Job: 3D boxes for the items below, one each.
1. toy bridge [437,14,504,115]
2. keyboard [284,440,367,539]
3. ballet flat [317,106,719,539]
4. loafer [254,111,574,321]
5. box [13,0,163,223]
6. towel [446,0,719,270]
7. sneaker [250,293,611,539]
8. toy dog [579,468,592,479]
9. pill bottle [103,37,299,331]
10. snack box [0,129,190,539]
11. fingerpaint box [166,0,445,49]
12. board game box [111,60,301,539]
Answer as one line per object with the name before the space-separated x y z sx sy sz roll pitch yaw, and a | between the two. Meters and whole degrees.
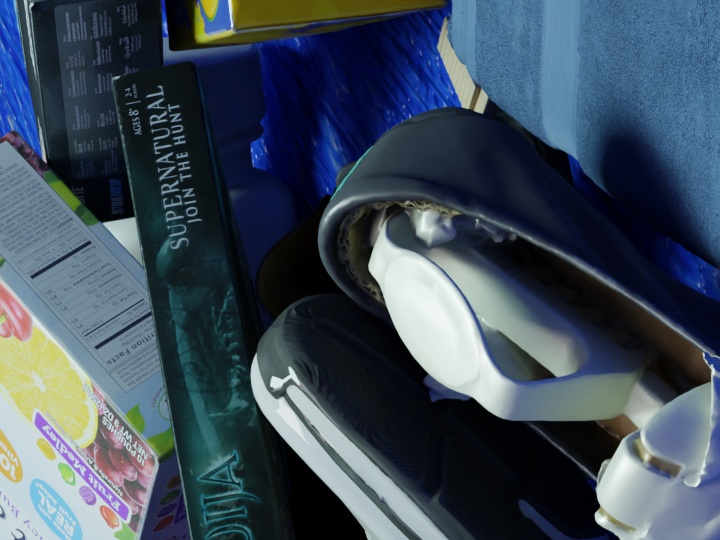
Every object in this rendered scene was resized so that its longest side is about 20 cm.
toy bridge | 0.030 0.000 0.970 0.200 0.027 0.067 108 148 -51
keyboard | 0.027 0.146 0.939 0.021 0.127 0.200 -29 69 26
ballet flat | 0.065 0.032 0.689 0.200 0.073 0.073 40 142 24
loafer | 0.000 0.000 0.898 0.200 0.072 0.073 129 136 -62
box | -0.106 -0.125 1.014 0.200 0.046 0.159 99 160 -69
towel | 0.079 -0.077 0.759 0.200 0.049 0.112 -132 38 -61
sneaker | 0.020 0.102 0.758 0.115 0.200 0.076 -37 20 27
toy dog | 0.048 0.062 0.839 0.096 0.132 0.200 -74 0 -52
pill bottle | -0.080 0.008 1.167 0.114 0.114 0.200 -149 54 -67
snack box | -0.115 0.063 1.062 0.142 0.053 0.200 47 148 19
fingerpaint box | -0.033 -0.162 0.950 0.200 0.073 0.167 -159 62 -80
board game box | -0.037 0.056 0.830 0.135 0.028 0.200 79 179 -52
